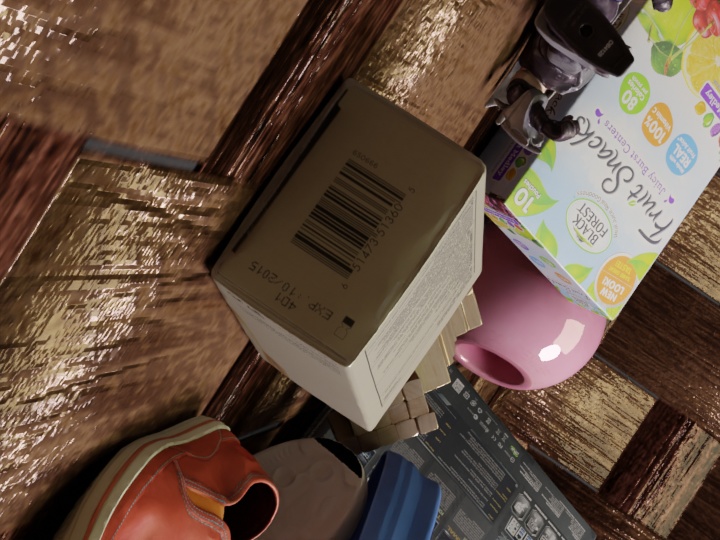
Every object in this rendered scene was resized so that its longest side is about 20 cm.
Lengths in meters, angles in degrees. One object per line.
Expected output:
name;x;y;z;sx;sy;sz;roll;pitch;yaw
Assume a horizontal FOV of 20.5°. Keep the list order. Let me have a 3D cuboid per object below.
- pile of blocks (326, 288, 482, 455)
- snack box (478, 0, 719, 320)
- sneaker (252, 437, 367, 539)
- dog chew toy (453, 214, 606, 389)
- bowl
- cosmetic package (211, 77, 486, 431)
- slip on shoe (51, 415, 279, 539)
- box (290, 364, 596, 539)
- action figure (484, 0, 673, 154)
pile of blocks;0.017;0.039;1.213;0.200;0.082;0.062;-58;135;-63
snack box;0.171;-0.090;1.291;0.200;0.053;0.142;-54;128;-9
sneaker;-0.066;0.193;1.111;0.200;0.081;0.147;-45;153;-13
dog chew toy;0.134;-0.017;1.410;0.201;0.124;0.125;-61;174;-20
bowl;-0.006;0.200;1.117;0.201;0.039;0.201;23;90;-90
cosmetic package;0.000;0.000;0.881;0.105;0.071;0.200;-55;171;-10
slip on shoe;-0.087;0.114;0.865;0.074;0.061;0.200;-57;170;17
box;0.046;0.158;1.285;0.051;0.200;0.158;-29;-163;48
action figure;0.122;-0.129;1.094;0.130;0.069;0.200;-60;175;-4
